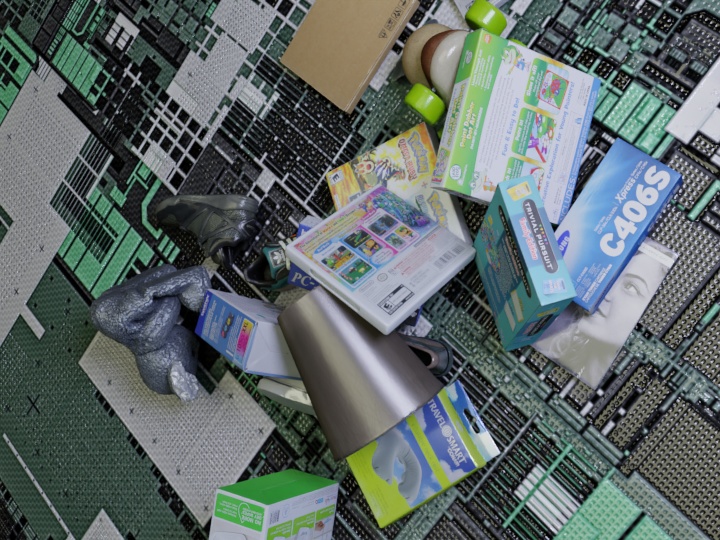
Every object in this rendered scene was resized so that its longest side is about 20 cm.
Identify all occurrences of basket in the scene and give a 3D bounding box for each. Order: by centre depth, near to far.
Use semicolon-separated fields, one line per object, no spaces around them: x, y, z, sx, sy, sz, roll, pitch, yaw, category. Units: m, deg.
-0.014;0.118;1.008;0.178;0.136;0.203;-33;86;9;basket

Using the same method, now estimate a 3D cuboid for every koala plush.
-0.328;0.114;1.226;0.175;0.182;0.205;4;113;50;koala plush

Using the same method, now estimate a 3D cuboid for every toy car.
0.119;-0.290;1.078;0.165;0.157;0.200;-52;38;5;toy car

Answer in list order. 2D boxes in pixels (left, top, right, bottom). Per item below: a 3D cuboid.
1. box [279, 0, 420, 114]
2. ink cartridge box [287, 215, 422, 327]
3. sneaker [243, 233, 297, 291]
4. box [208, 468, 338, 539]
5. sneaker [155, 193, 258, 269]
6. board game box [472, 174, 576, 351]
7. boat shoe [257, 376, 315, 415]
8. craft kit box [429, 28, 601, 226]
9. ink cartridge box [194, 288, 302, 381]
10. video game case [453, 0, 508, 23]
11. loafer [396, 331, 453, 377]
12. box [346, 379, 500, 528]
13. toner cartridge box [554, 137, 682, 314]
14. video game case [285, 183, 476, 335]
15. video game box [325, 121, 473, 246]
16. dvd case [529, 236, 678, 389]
-0.021;-0.376;1.195;0.163;0.021;0.202;40;103;24;box
0.000;0.000;1.070;0.196;0.044;0.096;18;112;9;ink cartridge box
-0.097;-0.019;1.144;0.198;0.079;0.073;-31;71;34;sneaker
-0.122;0.394;1.069;0.095;0.199;0.181;8;89;27;box
-0.264;-0.065;1.256;0.195;0.076;0.117;3;80;21;sneaker
0.196;-0.002;0.939;0.046;0.201;0.154;-13;71;-6;board game box
-0.065;0.177;1.143;0.196;0.071;0.071;6;63;30;boat shoe
0.203;-0.179;0.979;0.048;0.194;0.205;16;91;65;craft kit box
-0.156;0.091;1.131;0.199;0.134;0.078;27;98;51;ink cartridge box
0.174;-0.481;1.110;0.142;0.018;0.203;-32;72;21;video game case
0.034;0.119;1.094;0.195;0.063;0.074;0;85;27;loafer
0.083;0.259;1.065;0.199;0.047;0.123;-38;70;19;box
0.314;-0.056;0.965;0.094;0.043;0.202;36;99;27;toner cartridge box
0.029;-0.024;1.005;0.181;0.199;0.024;36;140;23;video game case
0.055;-0.087;1.115;0.179;0.047;0.204;-23;75;21;video game box
0.300;0.029;0.996;0.147;0.016;0.203;34;100;26;dvd case
